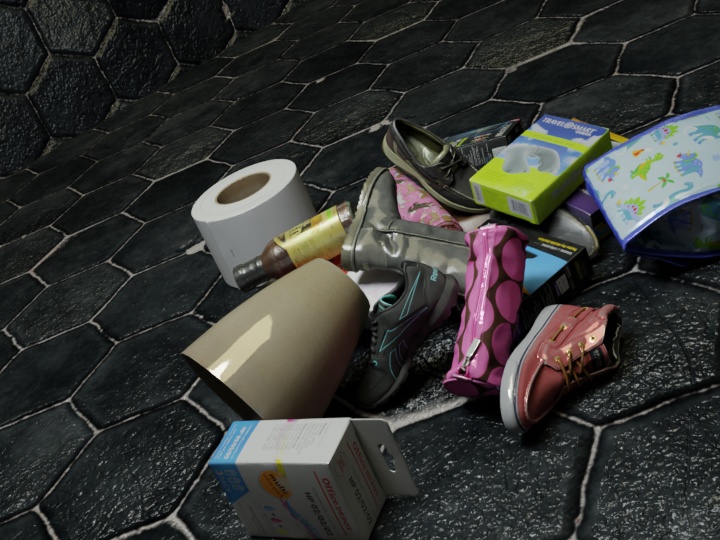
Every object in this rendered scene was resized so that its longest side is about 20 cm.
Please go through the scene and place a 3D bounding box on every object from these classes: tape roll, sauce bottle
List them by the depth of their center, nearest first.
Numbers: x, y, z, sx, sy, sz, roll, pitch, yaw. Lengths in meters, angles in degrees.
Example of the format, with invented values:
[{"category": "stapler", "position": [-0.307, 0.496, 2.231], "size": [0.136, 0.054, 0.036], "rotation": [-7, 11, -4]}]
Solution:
[{"category": "sauce bottle", "position": [-0.089, -0.029, 1.314], "size": [0.198, 0.065, 0.065], "rotation": [-27, 26, 8]}, {"category": "tape roll", "position": [-0.176, -0.084, 1.607], "size": [0.200, 0.141, 0.204], "rotation": [-19, 27, 10]}]

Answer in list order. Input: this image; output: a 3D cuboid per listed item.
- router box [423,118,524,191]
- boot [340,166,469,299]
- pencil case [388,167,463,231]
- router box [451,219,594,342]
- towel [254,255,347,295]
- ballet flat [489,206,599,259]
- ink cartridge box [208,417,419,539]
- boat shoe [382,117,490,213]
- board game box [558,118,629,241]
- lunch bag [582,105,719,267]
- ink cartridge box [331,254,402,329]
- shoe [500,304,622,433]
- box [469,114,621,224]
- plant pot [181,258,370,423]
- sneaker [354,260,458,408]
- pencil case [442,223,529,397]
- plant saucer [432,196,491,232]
[{"category": "router box", "position": [0.189, -0.191, 1.519], "size": [0.148, 0.063, 0.200], "rotation": [-13, 12, 20]}, {"category": "boot", "position": [0.089, -0.050, 1.208], "size": [0.197, 0.073, 0.184], "rotation": [6, 59, 20]}, {"category": "pencil case", "position": [0.080, -0.080, 1.409], "size": [0.086, 0.083, 0.200], "rotation": [-42, 42, 2]}, {"category": "router box", "position": [0.190, 0.007, 1.239], "size": [0.149, 0.052, 0.199], "rotation": [-38, 29, -19]}, {"category": "towel", "position": [-0.046, 0.023, 1.372], "size": [0.163, 0.086, 0.201], "rotation": [2, 42, 29]}, {"category": "ballet flat", "position": [0.262, -0.058, 1.299], "size": [0.199, 0.056, 0.067], "rotation": [28, 99, 51]}, {"category": "ink cartridge box", "position": [-0.050, 0.223, 0.986], "size": [0.197, 0.116, 0.068], "rotation": [-7, 31, 30]}, {"category": "boat shoe", "position": [0.119, -0.160, 1.393], "size": [0.200, 0.066, 0.072], "rotation": [35, 70, 12]}, {"category": "board game box", "position": [0.325, -0.136, 1.347], "size": [0.164, 0.057, 0.199], "rotation": [-33, 38, -18]}, {"category": "lunch bag", "position": [0.398, -0.099, 1.161], "size": [0.197, 0.129, 0.171], "rotation": [-13, 38, 1]}, {"category": "ink cartridge box", "position": [0.000, 0.000, 1.272], "size": [0.198, 0.058, 0.163], "rotation": [17, 50, 29]}, {"category": "shoe", "position": [0.227, 0.103, 1.022], "size": [0.090, 0.072, 0.200], "rotation": [-7, 29, 36]}, {"category": "box", "position": [0.265, -0.153, 1.313], "size": [0.199, 0.048, 0.121], "rotation": [-41, 40, -23]}, {"category": "plant pot", "position": [-0.083, 0.090, 1.125], "size": [0.200, 0.188, 0.186], "rotation": [-48, 33, -16]}, {"category": "sneaker", "position": [0.039, 0.076, 1.135], "size": [0.202, 0.078, 0.076], "rotation": [-58, 19, 13]}, {"category": "pencil case", "position": [0.146, 0.045, 1.072], "size": [0.090, 0.093, 0.203], "rotation": [-5, 68, 36]}, {"category": "plant saucer", "position": [0.172, -0.100, 1.465], "size": [0.197, 0.037, 0.201], "rotation": [-20, 28, 11]}]
